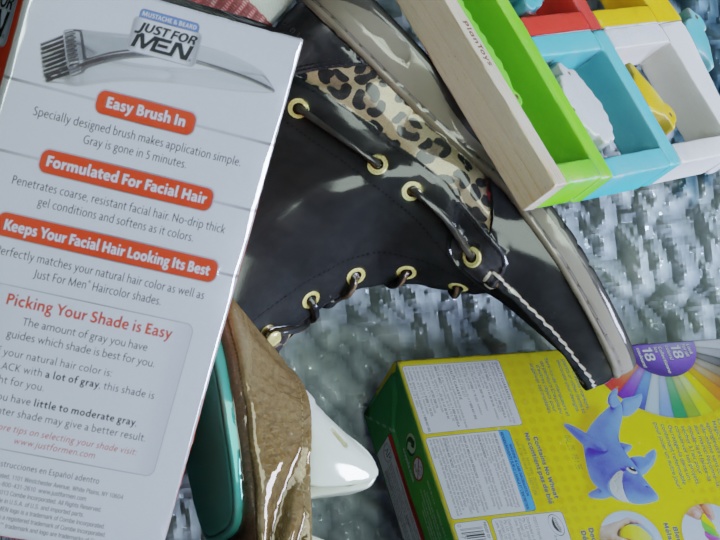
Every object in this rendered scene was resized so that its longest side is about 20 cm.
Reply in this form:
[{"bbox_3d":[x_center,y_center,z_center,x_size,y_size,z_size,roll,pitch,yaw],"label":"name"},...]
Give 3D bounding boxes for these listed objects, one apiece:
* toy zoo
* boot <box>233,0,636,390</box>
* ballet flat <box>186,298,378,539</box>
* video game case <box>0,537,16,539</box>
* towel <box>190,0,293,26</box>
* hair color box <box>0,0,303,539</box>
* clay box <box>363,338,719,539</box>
[{"bbox_3d":[0.090,-0.093,1.200,0.200,0.020,0.132,-14,70,-57],"label":"toy zoo"},{"bbox_3d":[0.000,0.000,1.158,0.150,0.073,0.200,-40,103,0],"label":"boot"},{"bbox_3d":[-0.026,0.105,1.097,0.072,0.068,0.201,-2,79,-20],"label":"ballet flat"},{"bbox_3d":[-0.192,0.031,1.077,0.199,0.045,0.182,-3,105,-28],"label":"video game case"},{"bbox_3d":[-0.084,-0.147,1.144,0.200,0.023,0.144,-46,106,2],"label":"towel"},{"bbox_3d":[-0.105,-0.005,1.055,0.111,0.064,0.201,13,97,-29],"label":"hair color box"},{"bbox_3d":[0.112,0.090,1.215,0.199,0.048,0.115,-2,57,-25],"label":"clay box"}]
